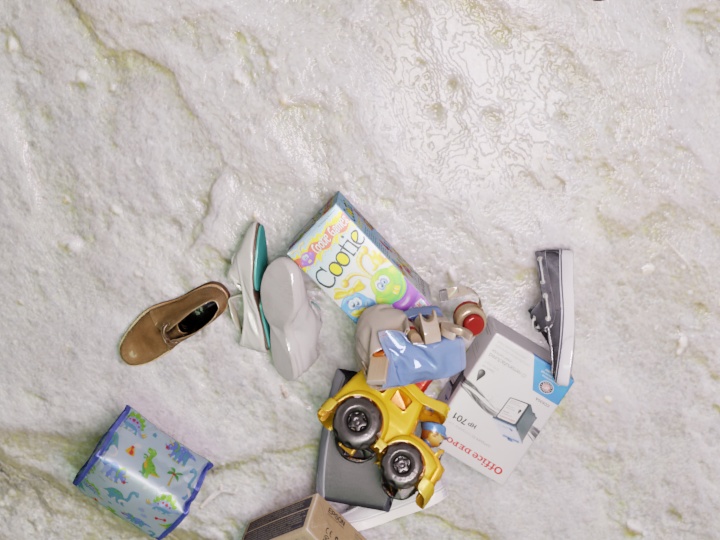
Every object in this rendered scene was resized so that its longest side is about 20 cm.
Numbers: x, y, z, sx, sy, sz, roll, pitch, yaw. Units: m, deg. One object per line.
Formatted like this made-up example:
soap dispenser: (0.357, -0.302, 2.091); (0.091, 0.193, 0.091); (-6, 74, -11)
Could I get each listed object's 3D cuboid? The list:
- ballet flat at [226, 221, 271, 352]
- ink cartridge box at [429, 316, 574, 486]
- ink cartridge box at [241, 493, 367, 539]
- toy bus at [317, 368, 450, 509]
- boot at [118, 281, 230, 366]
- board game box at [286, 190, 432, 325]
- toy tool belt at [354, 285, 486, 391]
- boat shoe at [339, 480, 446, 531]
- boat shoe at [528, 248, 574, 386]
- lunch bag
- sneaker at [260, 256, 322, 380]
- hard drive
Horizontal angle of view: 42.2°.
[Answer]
ballet flat: (-0.169, 0.028, 1.395); (0.068, 0.070, 0.204); (-3, 108, 2)
ink cartridge box: (0.207, 0.198, 1.417); (0.145, 0.086, 0.202); (30, 102, -6)
ink cartridge box: (-0.069, 0.455, 1.455); (0.163, 0.076, 0.200); (-27, 116, 32)
toy bus: (0.064, 0.213, 1.348); (0.199, 0.136, 0.192); (39, 72, 15)
boot: (-0.289, 0.087, 1.407); (0.198, 0.076, 0.074); (-32, 104, 11)
board game box: (0.000, 0.000, 1.359); (0.103, 0.105, 0.200); (-42, 99, 11)
toy tool belt: (0.092, 0.105, 1.268); (0.196, 0.123, 0.127); (-13, 114, -8)
boat shoe: (0.036, 0.360, 1.477); (0.197, 0.072, 0.070); (-22, 82, 14)
boat shoe: (0.277, 0.066, 1.358); (0.066, 0.072, 0.205); (0, 76, 11)
lunch bag: (-0.346, 0.328, 1.449); (0.169, 0.128, 0.200); (35, 132, -7)
sneaker: (-0.092, 0.060, 1.384); (0.075, 0.088, 0.204); (27, 131, 37)
hard drive: (0.004, 0.262, 1.433); (0.132, 0.042, 0.205); (10, 87, 0)
